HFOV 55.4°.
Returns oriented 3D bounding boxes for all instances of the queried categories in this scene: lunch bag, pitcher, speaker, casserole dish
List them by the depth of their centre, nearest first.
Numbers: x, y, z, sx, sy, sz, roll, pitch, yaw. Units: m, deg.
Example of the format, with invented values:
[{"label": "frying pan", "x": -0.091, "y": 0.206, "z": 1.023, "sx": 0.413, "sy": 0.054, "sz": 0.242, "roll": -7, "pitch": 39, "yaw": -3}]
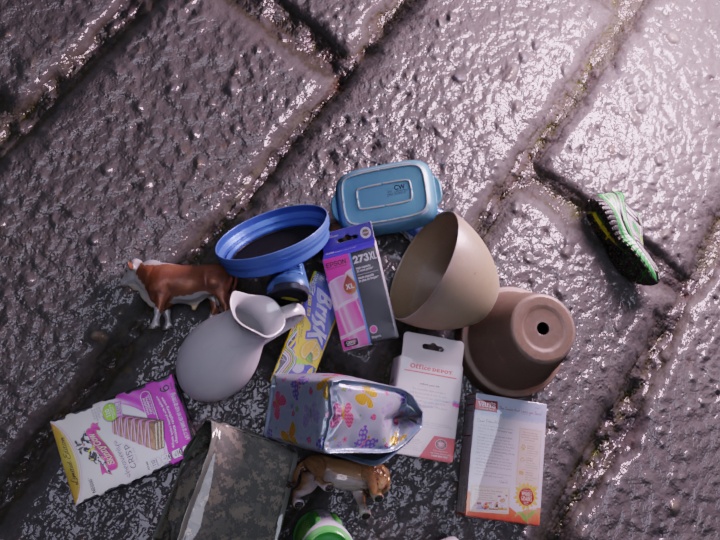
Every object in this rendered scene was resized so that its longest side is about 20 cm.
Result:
[{"label": "speaker", "x": -0.057, "y": 0.412, "z": 1.027, "sx": 0.087, "sy": 0.200, "sz": 0.090, "roll": 2, "pitch": 78, "yaw": -8}, {"label": "lunch bag", "x": -0.199, "y": 0.341, "z": 1.048, "sx": 0.163, "sy": 0.117, "sz": 0.203, "roll": 27, "pitch": 74, "yaw": -28}, {"label": "lunch bag", "x": -0.021, "y": 0.227, "z": 1.060, "sx": 0.198, "sy": 0.168, "sz": 0.130, "roll": 12, "pitch": 79, "yaw": -40}, {"label": "pitcher", "x": -0.191, "y": 0.119, "z": 1.097, "sx": 0.170, "sy": 0.200, "sz": 0.122, "roll": 1, "pitch": 51, "yaw": -50}, {"label": "casserole dish", "x": 0.042, "y": -0.127, "z": 1.181, "sx": 0.196, "sy": 0.039, "sz": 0.123, "roll": -9, "pitch": 83, "yaw": 6}]

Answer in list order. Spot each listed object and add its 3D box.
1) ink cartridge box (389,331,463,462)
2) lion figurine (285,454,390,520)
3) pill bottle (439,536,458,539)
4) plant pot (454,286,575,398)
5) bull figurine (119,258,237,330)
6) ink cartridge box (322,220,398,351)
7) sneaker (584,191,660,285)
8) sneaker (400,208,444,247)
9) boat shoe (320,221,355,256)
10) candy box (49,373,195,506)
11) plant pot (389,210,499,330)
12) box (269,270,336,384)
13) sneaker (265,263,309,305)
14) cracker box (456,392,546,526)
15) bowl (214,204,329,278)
[{"label": "ink cartridge box", "x": 0.107, "y": 0.216, "z": 1.174, "sx": 0.114, "sy": 0.068, "sz": 0.204, "roll": 11, "pitch": 76, "yaw": -7}, {"label": "lion figurine", "x": -0.033, "y": 0.324, "z": 1.081, "sx": 0.198, "sy": 0.123, "sz": 0.073, "roll": 24, "pitch": 107, "yaw": -20}, {"label": "pill bottle", "x": 0.077, "y": 0.503, "z": 1.075, "sx": 0.197, "sy": 0.111, "sz": 0.113, "roll": -14, "pitch": 79, "yaw": -13}, {"label": "plant pot", "x": 0.277, "y": 0.112, "z": 1.173, "sx": 0.196, "sy": 0.175, "sz": 0.204, "roll": 2, "pitch": 75, "yaw": -7}, {"label": "bull figurine", "x": -0.306, "y": 0.037, "z": 1.153, "sx": 0.196, "sy": 0.065, "sz": 0.124, "roll": -3, "pitch": 80, "yaw": -8}, {"label": "ink cartridge box", "x": -0.005, "y": 0.025, "z": 1.140, "sx": 0.093, "sy": 0.037, "sz": 0.204, "roll": -14, "pitch": 82, "yaw": 6}, {"label": "sneaker", "x": 0.517, "y": -0.065, "z": 1.306, "sx": 0.084, "sy": 0.078, "sz": 0.202, "roll": -24, "pitch": 81, "yaw": -15}, {"label": "sneaker", "x": 0.094, "y": -0.107, "z": 1.234, "sx": 0.197, "sy": 0.089, "sz": 0.080, "roll": 19, "pitch": 59, "yaw": -5}, {"label": "boat shoe", "x": 0.001, "y": -0.002, "z": 1.209, "sx": 0.074, "sy": 0.075, "sz": 0.204, "roll": -31, "pitch": 82, "yaw": -21}, {"label": "candy box", "x": -0.368, "y": 0.265, "z": 1.087, "sx": 0.197, "sy": 0.061, "sz": 0.138, "roll": -21, "pitch": 81, "yaw": -13}, {"label": "plant pot", "x": 0.157, "y": 0.019, "z": 1.165, "sx": 0.133, "sy": 0.200, "sz": 0.203, "roll": 27, "pitch": 73, "yaw": -18}, {"label": "box", "x": -0.087, "y": 0.109, "z": 1.171, "sx": 0.069, "sy": 0.064, "sz": 0.203, "roll": 22, "pitch": 73, "yaw": -3}, {"label": "sneaker", "x": -0.118, "y": 0.013, "z": 1.118, "sx": 0.065, "sy": 0.200, "sz": 0.080, "roll": 12, "pitch": 82, "yaw": -10}, {"label": "cracker box", "x": 0.242, "y": 0.321, "z": 1.176, "sx": 0.131, "sy": 0.058, "sz": 0.204, "roll": 10, "pitch": 76, "yaw": -7}, {"label": "bowl", "x": -0.144, "y": -0.050, "z": 1.145, "sx": 0.198, "sy": 0.200, "sz": 0.040, "roll": -24, "pitch": 116, "yaw": -14}]
